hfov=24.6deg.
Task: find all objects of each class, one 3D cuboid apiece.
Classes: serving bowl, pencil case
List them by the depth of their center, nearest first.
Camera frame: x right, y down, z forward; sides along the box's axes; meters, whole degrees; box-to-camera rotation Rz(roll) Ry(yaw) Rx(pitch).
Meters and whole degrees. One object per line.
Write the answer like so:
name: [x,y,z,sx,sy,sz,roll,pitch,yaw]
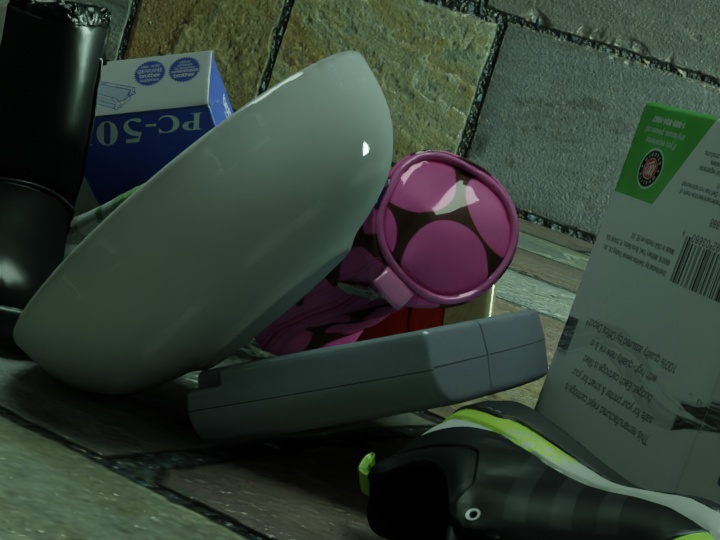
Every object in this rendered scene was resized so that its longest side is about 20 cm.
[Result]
serving bowl: [-0.057,-0.007,0.737,0.066,0.200,0.200,51,10,3]
pencil case: [0.000,0.000,0.898,0.090,0.094,0.200,37,-25,-11]

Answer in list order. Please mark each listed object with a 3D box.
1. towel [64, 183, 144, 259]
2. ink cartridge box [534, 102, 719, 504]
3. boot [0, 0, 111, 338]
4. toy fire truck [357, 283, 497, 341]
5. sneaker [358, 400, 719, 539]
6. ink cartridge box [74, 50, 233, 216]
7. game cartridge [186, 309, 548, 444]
towel: [-0.093,-0.035,0.963,0.199,0.031,0.148,-19,-17,39]
ink cartridge box: [0.153,0.040,0.722,0.083,0.202,0.146,18,6,-19]
boot: [-0.168,-0.059,0.841,0.073,0.164,0.198,14,7,-11]
toy fire truck: [-0.019,-0.013,1.118,0.198,0.130,0.176,3,12,-18]
sneaker: [0.069,0.111,0.594,0.082,0.072,0.199,-15,23,-30]
ink cartridge box: [-0.175,-0.076,0.987,0.198,0.045,0.094,-5,-34,7]
game cartridge: [0.017,0.047,0.776,0.132,0.042,0.200,-7,-1,19]
